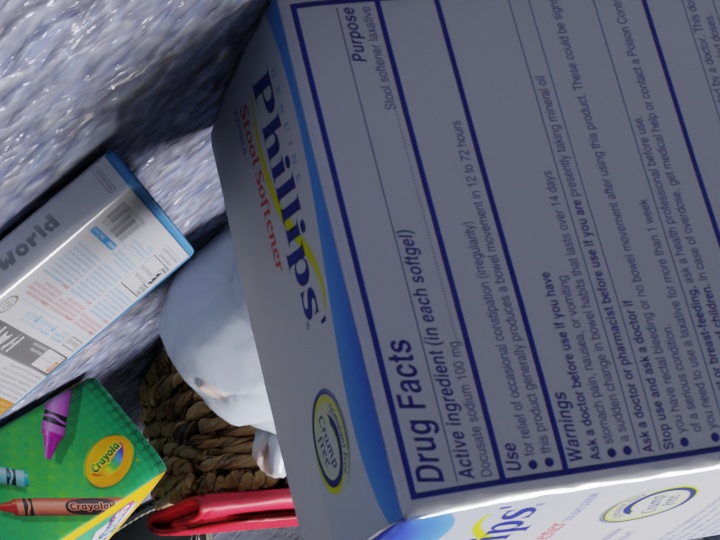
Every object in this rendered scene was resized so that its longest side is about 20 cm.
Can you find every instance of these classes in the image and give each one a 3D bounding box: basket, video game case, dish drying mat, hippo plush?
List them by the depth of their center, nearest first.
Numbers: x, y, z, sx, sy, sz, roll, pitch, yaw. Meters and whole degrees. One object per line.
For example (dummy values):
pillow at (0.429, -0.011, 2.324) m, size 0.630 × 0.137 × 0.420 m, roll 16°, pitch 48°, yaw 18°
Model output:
video game case at (-0.149, 0.041, 0.738) m, size 0.200 × 0.018 × 0.143 m, roll -41°, pitch 172°, yaw -4°
hippo plush at (0.000, 0.000, 0.898) m, size 0.160 × 0.160 × 0.200 m, roll -12°, pitch 165°, yaw 21°
dish drying mat at (0.004, 0.112, 0.986) m, size 0.199 × 0.018 × 0.077 m, roll -2°, pitch 169°, yaw -25°
basket at (-0.044, 0.047, 1.062) m, size 0.142 × 0.150 × 0.200 m, roll -7°, pitch 170°, yaw 1°

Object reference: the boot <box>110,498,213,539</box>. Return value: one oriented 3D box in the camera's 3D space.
boot at (-0.185, 0.215, 1.245) m, size 0.203 × 0.074 × 0.154 m, roll -41°, pitch 169°, yaw 5°

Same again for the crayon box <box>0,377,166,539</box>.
crayon box at (-0.185, 0.143, 0.946) m, size 0.119 × 0.058 × 0.200 m, roll -31°, pitch 166°, yaw -48°

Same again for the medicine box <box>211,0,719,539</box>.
medicine box at (0.069, 0.000, 0.710) m, size 0.199 × 0.183 × 0.103 m, roll -7°, pitch 158°, yaw -19°
